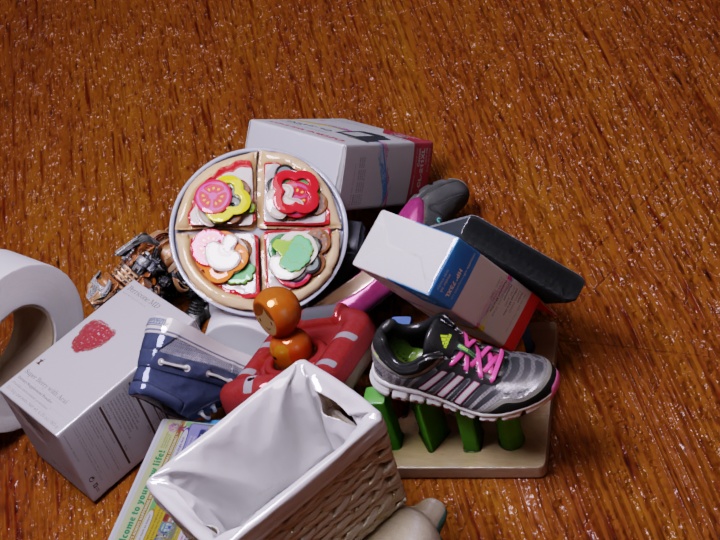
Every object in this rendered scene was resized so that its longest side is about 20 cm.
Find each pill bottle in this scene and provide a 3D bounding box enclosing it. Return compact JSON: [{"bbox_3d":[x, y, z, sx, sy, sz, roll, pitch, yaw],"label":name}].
[{"bbox_3d":[-0.110,0.018,1.726,0.113,0.113,0.200,0,47,17],"label":"pill bottle"}]

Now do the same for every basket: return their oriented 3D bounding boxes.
[{"bbox_3d":[-0.072,0.205,1.386,0.200,0.124,0.135,-37,41,-20],"label":"basket"}]

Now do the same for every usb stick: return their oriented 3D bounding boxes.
[{"bbox_3d":[-0.093,-0.048,1.689,0.199,0.033,0.056,9,49,1],"label":"usb stick"}]

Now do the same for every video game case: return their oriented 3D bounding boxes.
[{"bbox_3d":[-0.150,0.240,1.485,0.181,0.022,0.200,4,49,19],"label":"video game case"}]

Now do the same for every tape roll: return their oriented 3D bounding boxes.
[{"bbox_3d":[-0.410,0.080,1.696,0.071,0.203,0.203,18,54,30],"label":"tape roll"}]

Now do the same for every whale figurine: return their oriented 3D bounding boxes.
[{"bbox_3d":[0.019,0.279,1.453,0.159,0.104,0.200,-29,21,1],"label":"whale figurine"}]

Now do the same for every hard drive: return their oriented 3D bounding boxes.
[{"bbox_3d":[0.144,-0.007,1.589,0.139,0.200,0.033,29,83,-9],"label":"hard drive"}]

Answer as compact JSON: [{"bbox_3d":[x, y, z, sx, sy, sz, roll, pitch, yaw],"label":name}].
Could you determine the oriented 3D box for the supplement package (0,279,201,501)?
[{"bbox_3d":[-0.274,0.131,1.660,0.200,0.120,0.121,-41,47,-23],"label":"supplement package"}]

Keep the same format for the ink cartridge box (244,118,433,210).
[{"bbox_3d":[-0.026,-0.130,1.793,0.145,0.083,0.200,18,14,30],"label":"ink cartridge box"}]

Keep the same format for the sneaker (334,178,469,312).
[{"bbox_3d":[0.064,-0.027,1.759,0.200,0.075,0.079,-42,62,-15],"label":"sneaker"}]

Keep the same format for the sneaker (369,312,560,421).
[{"bbox_3d":[0.096,0.090,1.466,0.199,0.088,0.074,7,49,23],"label":"sneaker"}]

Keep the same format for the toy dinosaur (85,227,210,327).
[{"bbox_3d":[-0.226,0.000,1.764,0.199,0.136,0.102,-21,43,-3],"label":"toy dinosaur"}]

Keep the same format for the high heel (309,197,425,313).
[{"bbox_3d":[0.000,0.000,1.657,0.096,0.201,0.067,22,9,-12],"label":"high heel"}]

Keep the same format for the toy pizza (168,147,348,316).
[{"bbox_3d":[-0.113,-0.047,1.649,0.199,0.032,0.201,1,71,-2],"label":"toy pizza"}]

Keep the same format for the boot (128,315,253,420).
[{"bbox_3d":[-0.161,0.128,1.606,0.073,0.200,0.091,-8,60,52],"label":"boot"}]

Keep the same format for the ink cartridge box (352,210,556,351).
[{"bbox_3d":[0.101,0.019,1.534,0.116,0.200,0.067,22,82,45],"label":"ink cartridge box"}]

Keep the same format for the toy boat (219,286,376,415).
[{"bbox_3d":[-0.073,0.077,1.533,0.130,0.131,0.200,-10,25,29],"label":"toy boat"}]

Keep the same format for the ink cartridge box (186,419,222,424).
[{"bbox_3d":[-0.143,0.252,1.536,0.115,0.067,0.200,-2,45,14],"label":"ink cartridge box"}]

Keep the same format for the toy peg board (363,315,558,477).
[{"bbox_3d":[0.100,0.110,1.579,0.199,0.098,0.200,-2,46,15],"label":"toy peg board"}]
